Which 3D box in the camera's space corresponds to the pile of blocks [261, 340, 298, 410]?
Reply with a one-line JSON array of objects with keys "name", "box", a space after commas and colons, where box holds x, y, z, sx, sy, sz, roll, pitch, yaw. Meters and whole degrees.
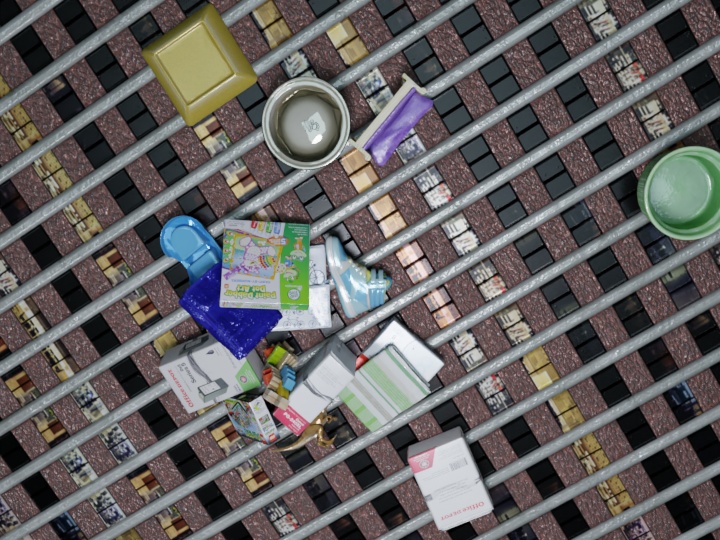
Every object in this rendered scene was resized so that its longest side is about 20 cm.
[{"name": "pile of blocks", "box": [-0.191, 0.226, 1.729, 0.062, 0.201, 0.082, 35, 114, -30]}]

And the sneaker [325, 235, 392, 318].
[{"name": "sneaker", "box": [0.000, 0.000, 1.741, 0.129, 0.080, 0.202, -16, 109, 8]}]

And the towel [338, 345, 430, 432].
[{"name": "towel", "box": [0.051, 0.280, 1.794, 0.200, 0.031, 0.149, -39, 95, 26]}]

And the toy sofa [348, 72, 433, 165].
[{"name": "toy sofa", "box": [0.071, -0.329, 1.672, 0.097, 0.083, 0.200, 40, 100, -4]}]

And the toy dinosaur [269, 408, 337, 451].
[{"name": "toy dinosaur", "box": [-0.115, 0.392, 1.837, 0.106, 0.060, 0.201, 38, 90, 8]}]

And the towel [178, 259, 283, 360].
[{"name": "towel", "box": [-0.290, 0.084, 1.690, 0.200, 0.050, 0.148, 42, 74, 7]}]

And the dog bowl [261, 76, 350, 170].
[{"name": "dog bowl", "box": [-0.116, -0.326, 1.683, 0.198, 0.074, 0.202, 1, 99, 5]}]

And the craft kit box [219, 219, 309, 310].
[{"name": "craft kit box", "box": [-0.213, -0.013, 1.698, 0.198, 0.049, 0.199, 2, 71, -10]}]

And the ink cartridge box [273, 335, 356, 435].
[{"name": "ink cartridge box", "box": [-0.102, 0.264, 1.758, 0.083, 0.145, 0.200, 43, 100, -7]}]

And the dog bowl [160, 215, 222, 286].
[{"name": "dog bowl", "box": [-0.377, -0.038, 1.765, 0.111, 0.050, 0.201, -37, 96, 8]}]

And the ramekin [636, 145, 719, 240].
[{"name": "ramekin", "box": [0.709, -0.173, 1.662, 0.198, 0.098, 0.202, 1, 100, 3]}]

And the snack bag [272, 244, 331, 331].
[{"name": "snack bag", "box": [-0.161, 0.038, 1.752, 0.187, 0.021, 0.202, -2, 92, -11]}]

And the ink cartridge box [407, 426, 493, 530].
[{"name": "ink cartridge box", "box": [0.216, 0.500, 1.819, 0.145, 0.085, 0.201, -23, 97, 7]}]

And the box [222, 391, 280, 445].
[{"name": "box", "box": [-0.259, 0.339, 1.762, 0.035, 0.199, 0.111, -27, 99, -28]}]

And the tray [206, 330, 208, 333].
[{"name": "tray", "box": [-0.272, 0.092, 1.791, 0.198, 0.037, 0.100, -11, 100, 6]}]

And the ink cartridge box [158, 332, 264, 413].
[{"name": "ink cartridge box", "box": [-0.347, 0.228, 1.775, 0.199, 0.084, 0.146, -23, 112, 10]}]

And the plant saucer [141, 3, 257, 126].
[{"name": "plant saucer", "box": [-0.364, -0.459, 1.687, 0.199, 0.048, 0.201, -32, 98, 9]}]

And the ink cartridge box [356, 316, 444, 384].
[{"name": "ink cartridge box", "box": [0.075, 0.236, 1.795, 0.160, 0.047, 0.200, 40, 98, -4]}]
